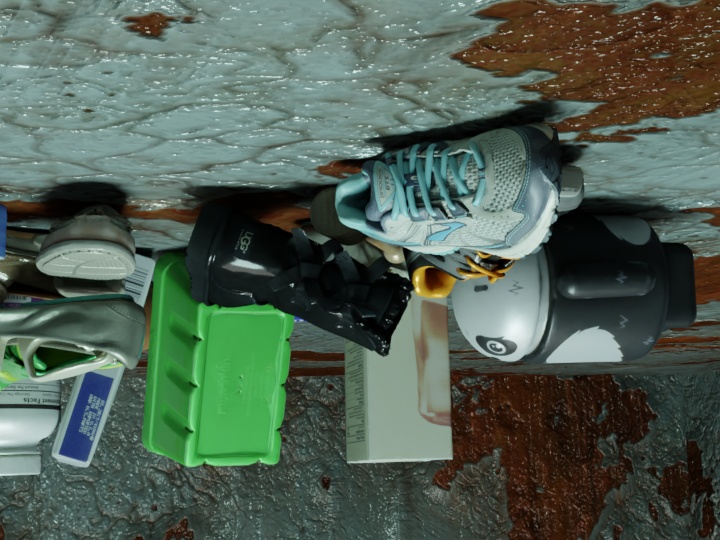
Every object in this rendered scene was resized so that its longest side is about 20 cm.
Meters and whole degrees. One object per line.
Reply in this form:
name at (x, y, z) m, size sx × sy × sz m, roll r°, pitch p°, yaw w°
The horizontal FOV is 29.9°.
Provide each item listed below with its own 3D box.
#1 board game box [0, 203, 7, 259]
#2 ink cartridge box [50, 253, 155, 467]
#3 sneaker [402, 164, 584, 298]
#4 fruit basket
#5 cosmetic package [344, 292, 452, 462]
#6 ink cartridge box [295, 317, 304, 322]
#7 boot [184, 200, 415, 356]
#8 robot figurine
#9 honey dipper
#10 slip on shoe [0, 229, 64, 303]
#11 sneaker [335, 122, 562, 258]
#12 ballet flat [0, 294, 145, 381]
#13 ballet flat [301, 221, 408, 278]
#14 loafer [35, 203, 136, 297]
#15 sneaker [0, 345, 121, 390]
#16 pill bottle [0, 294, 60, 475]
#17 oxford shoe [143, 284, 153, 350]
board game box at (-0.369, -0.038, 0.878) m, size 0.200 × 0.043 × 0.199 m, roll -4°, pitch 170°, yaw 15°
ink cartridge box at (-0.249, 0.090, 1.299) m, size 0.041 × 0.200 × 0.200 m, roll 18°, pitch 169°, yaw -10°
sneaker at (0.091, -0.030, 0.942) m, size 0.078 × 0.077 × 0.200 m, roll 4°, pitch 169°, yaw -25°
fruit basket at (-0.132, 0.077, 1.305) m, size 0.155 × 0.216 × 0.216 m, roll 1°, pitch 172°, yaw -21°
cosmetic package at (0.035, 0.086, 1.310) m, size 0.087 × 0.200 × 0.103 m, roll 1°, pitch 172°, yaw -13°
ink cartridge box at (-0.042, 0.028, 1.445) m, size 0.200 × 0.044 × 0.094 m, roll -3°, pitch 170°, yaw 13°
boot at (-0.045, 0.012, 1.029) m, size 0.162 × 0.073 × 0.198 m, roll 21°, pitch 170°, yaw 2°
robot figurine at (0.174, 0.017, 1.111) m, size 0.200 × 0.125 × 0.150 m, roll 0°, pitch 134°, yaw -15°
honey dipper at (0.006, -0.031, 1.062) m, size 0.038 × 0.038 × 0.200 m, roll -4°, pitch 173°, yaw 14°
slip on shoe at (-0.306, -0.001, 1.117) m, size 0.200 × 0.061 × 0.076 m, roll 4°, pitch 171°, yaw -35°
sneaker at (0.049, -0.045, 0.830) m, size 0.086 × 0.078 × 0.200 m, roll 6°, pitch 170°, yaw -26°
ballet flat at (-0.263, 0.051, 1.018) m, size 0.200 × 0.064 × 0.067 m, roll 0°, pitch 170°, yaw 4°
ballet flat at (0.000, 0.000, 1.182) m, size 0.067 × 0.064 × 0.200 m, roll -5°, pitch 172°, yaw 27°
loafer at (-0.205, -0.022, 1.016) m, size 0.072 × 0.063 × 0.200 m, roll 4°, pitch 168°, yaw -10°
sneaker at (-0.279, 0.058, 1.101) m, size 0.200 × 0.074 × 0.084 m, roll -14°, pitch 168°, yaw -3°
pill bottle at (-0.325, 0.082, 1.205) m, size 0.112 × 0.200 × 0.112 m, roll -1°, pitch 172°, yaw 0°
oxford shoe at (-0.199, 0.050, 1.469) m, size 0.071 × 0.071 × 0.200 m, roll 4°, pitch -172°, yaw 41°
